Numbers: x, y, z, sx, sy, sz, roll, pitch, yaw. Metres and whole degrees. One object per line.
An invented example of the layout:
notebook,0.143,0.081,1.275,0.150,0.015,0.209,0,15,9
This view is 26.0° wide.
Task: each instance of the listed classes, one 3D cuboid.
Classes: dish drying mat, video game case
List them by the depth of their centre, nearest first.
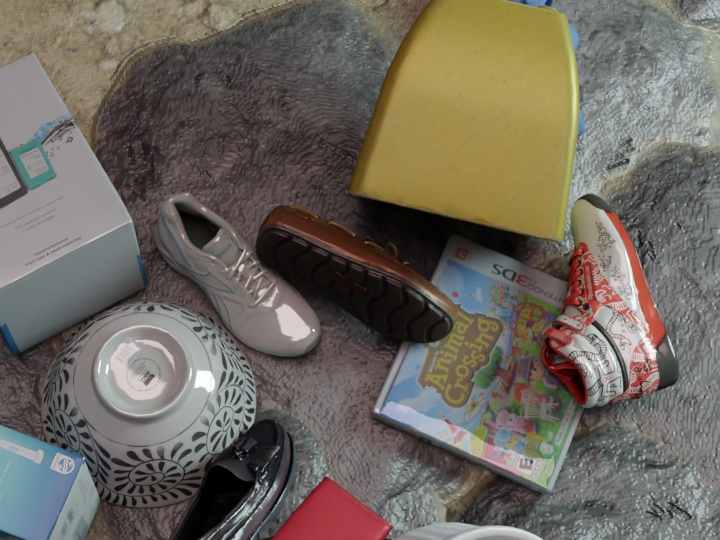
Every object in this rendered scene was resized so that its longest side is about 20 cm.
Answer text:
dish drying mat,-0.062,0.270,1.310,0.077,0.018,0.200,34,64,15
video game case,0.130,0.085,1.468,0.181,0.022,0.201,23,69,6

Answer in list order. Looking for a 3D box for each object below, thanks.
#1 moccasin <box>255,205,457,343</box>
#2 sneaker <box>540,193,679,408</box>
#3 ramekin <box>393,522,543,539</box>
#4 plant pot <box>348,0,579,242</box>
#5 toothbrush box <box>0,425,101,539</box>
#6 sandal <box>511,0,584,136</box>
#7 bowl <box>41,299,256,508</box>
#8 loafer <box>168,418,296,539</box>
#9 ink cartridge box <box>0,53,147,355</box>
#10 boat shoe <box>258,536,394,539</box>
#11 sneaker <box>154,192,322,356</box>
moccasin,-0.001,0.001,1.446,0.200,0.074,0.078,24,35,3
sneaker,0.210,0.029,1.449,0.107,0.067,0.203,-17,72,-13
ramekin,0.082,0.306,1.296,0.199,0.098,0.202,-1,91,-28
plant pot,0.107,-0.149,1.429,0.193,0.196,0.202,13,96,2
toothbrush box,-0.334,0.181,1.333,0.199,0.147,0.086,22,68,4
sandal,0.185,-0.223,1.569,0.086,0.080,0.201,-17,72,-14
bowl,-0.192,0.104,1.401,0.199,0.094,0.202,2,68,-4
loafer,-0.112,0.196,1.348,0.071,0.063,0.201,-8,37,30
ink cartridge box,-0.309,-0.060,1.428,0.145,0.147,0.201,-28,69,-13
boat shoe,-0.033,0.259,1.362,0.198,0.068,0.073,-4,68,-5
sneaker,-0.118,0.005,1.454,0.200,0.080,0.070,40,69,10
